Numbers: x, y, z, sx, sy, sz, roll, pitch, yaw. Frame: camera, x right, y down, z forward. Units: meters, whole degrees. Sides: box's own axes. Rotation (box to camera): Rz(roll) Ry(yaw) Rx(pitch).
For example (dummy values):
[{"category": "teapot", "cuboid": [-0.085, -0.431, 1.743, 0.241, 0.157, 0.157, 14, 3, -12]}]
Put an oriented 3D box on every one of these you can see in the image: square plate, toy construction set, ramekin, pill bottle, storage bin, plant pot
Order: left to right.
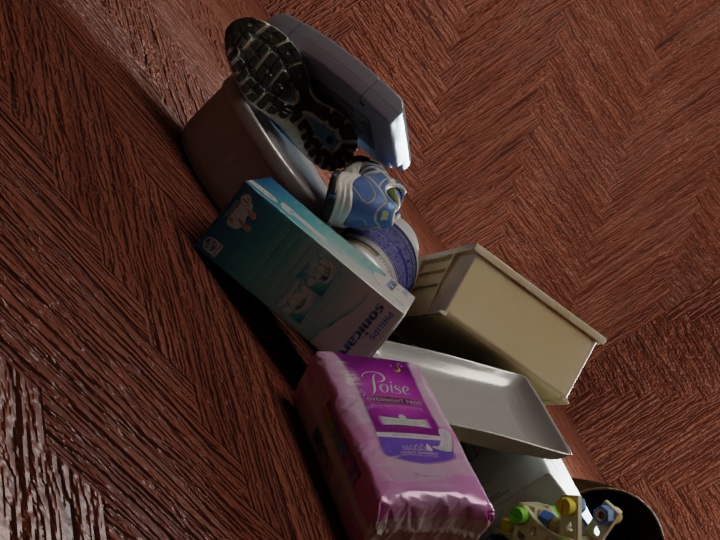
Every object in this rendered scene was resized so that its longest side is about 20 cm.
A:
[{"category": "ramekin", "cuboid": [-0.120, -0.115, 1.679, 0.203, 0.094, 0.202, 55, 8, -11]}, {"category": "pill bottle", "cuboid": [0.000, 0.000, 1.674, 0.120, 0.120, 0.200, 55, 23, -4]}, {"category": "square plate", "cuboid": [0.105, 0.138, 1.566, 0.199, 0.029, 0.198, 14, 18, -13]}, {"category": "storage bin", "cuboid": [0.149, 0.071, 1.775, 0.200, 0.094, 0.198, 35, -17, -17]}, {"category": "toy construction set", "cuboid": [0.180, 0.316, 1.494, 0.131, 0.201, 0.092, 11, -13, 38]}, {"category": "plant pot", "cuboid": [0.269, 0.346, 1.942, 0.187, 0.187, 0.200, 53, -7, -16]}]

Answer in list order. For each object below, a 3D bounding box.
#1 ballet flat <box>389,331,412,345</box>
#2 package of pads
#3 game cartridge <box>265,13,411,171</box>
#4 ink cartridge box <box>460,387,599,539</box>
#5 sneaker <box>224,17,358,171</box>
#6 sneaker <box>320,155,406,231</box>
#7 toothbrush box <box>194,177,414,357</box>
[{"category": "ballet flat", "cuboid": [-0.008, 0.028, 1.916, 0.200, 0.068, 0.068, 48, 13, 26]}, {"category": "package of pads", "cuboid": [0.026, 0.163, 1.315, 0.120, 0.076, 0.200, 10, 34, -29]}, {"category": "game cartridge", "cuboid": [-0.025, -0.203, 1.660, 0.200, 0.042, 0.133, 39, -20, 22]}, {"category": "ink cartridge box", "cuboid": [0.158, 0.252, 1.656, 0.147, 0.144, 0.200, 52, 8, -27]}, {"category": "sneaker", "cuboid": [-0.090, -0.193, 1.650, 0.200, 0.078, 0.090, 53, -12, -23]}, {"category": "sneaker", "cuboid": [0.009, -0.076, 1.612, 0.077, 0.076, 0.200, 15, 16, 5]}, {"category": "toothbrush box", "cuboid": [-0.050, 0.003, 1.464, 0.200, 0.085, 0.146, 39, 7, 1]}]
